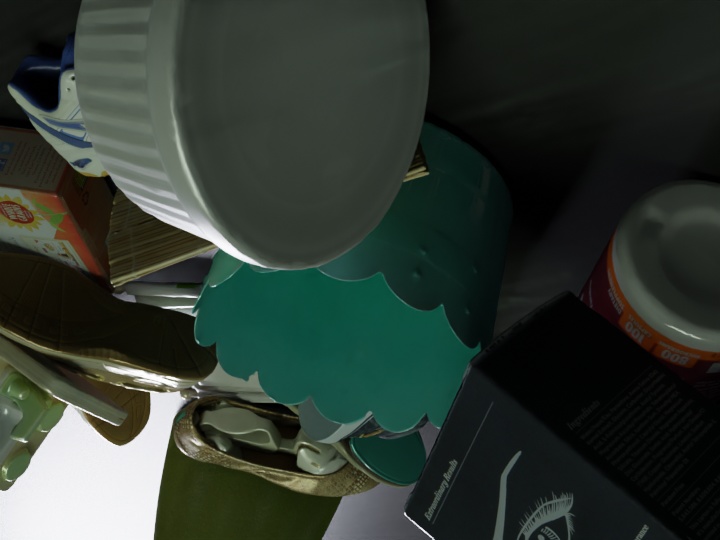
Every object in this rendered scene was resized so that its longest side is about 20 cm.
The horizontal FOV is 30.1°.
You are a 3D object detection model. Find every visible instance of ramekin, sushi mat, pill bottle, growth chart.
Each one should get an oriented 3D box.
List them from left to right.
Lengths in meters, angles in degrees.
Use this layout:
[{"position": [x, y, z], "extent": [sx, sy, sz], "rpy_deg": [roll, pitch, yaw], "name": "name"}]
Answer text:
[{"position": [-0.138, 0.066, 1.162], "extent": [0.144, 0.018, 0.200], "rpy_deg": [5, 147, 21], "name": "growth chart"}, {"position": [-0.057, -0.107, 0.689], "extent": [0.094, 0.203, 0.203], "rpy_deg": [10, 151, 38], "name": "ramekin"}, {"position": [-0.059, -0.052, 0.793], "extent": [0.199, 0.096, 0.012], "rpy_deg": [-19, 130, 10], "name": "sushi mat"}, {"position": [0.191, 0.042, 0.863], "extent": [0.114, 0.115, 0.200], "rpy_deg": [17, 148, 1], "name": "pill bottle"}]

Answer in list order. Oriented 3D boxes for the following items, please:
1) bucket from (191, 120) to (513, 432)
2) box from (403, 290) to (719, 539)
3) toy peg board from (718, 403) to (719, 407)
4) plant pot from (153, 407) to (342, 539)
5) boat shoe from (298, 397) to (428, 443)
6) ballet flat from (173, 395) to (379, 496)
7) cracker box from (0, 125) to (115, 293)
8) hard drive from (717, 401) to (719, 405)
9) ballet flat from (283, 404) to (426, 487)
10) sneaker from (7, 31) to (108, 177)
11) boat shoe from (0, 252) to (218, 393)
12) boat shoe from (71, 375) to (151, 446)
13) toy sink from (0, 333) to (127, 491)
[{"position": [0.000, 0.000, 0.869], "extent": [0.206, 0.135, 0.208], "rpy_deg": [12, 150, 7], "name": "bucket"}, {"position": [0.143, 0.137, 0.780], "extent": [0.200, 0.104, 0.148], "rpy_deg": [41, 137, 20], "name": "box"}, {"position": [0.310, 0.092, 0.839], "extent": [0.198, 0.200, 0.098], "rpy_deg": [5, 116, 35], "name": "toy peg board"}, {"position": [-0.124, 0.261, 1.286], "extent": [0.186, 0.201, 0.187], "rpy_deg": [12, 149, 8], "name": "plant pot"}, {"position": [0.042, 0.074, 1.047], "extent": [0.091, 0.071, 0.200], "rpy_deg": [5, 147, -43], "name": "boat shoe"}, {"position": [-0.072, 0.158, 1.210], "extent": [0.199, 0.071, 0.065], "rpy_deg": [9, 152, -3], "name": "ballet flat"}, {"position": [-0.286, -0.052, 1.009], "extent": [0.199, 0.058, 0.134], "rpy_deg": [8, 150, 14], "name": "cracker box"}, {"position": [0.191, 0.142, 1.014], "extent": [0.199, 0.139, 0.033], "rpy_deg": [-14, 98, 41], "name": "hard drive"}, {"position": [-0.017, 0.119, 1.152], "extent": [0.069, 0.070, 0.200], "rpy_deg": [-11, 137, 38], "name": "ballet flat"}, {"position": [-0.142, -0.112, 0.828], "extent": [0.199, 0.076, 0.088], "rpy_deg": [-12, 138, 38], "name": "sneaker"}, {"position": [-0.209, 0.049, 1.013], "extent": [0.199, 0.074, 0.069], "rpy_deg": [22, 146, -14], "name": "boat shoe"}, {"position": [-0.253, 0.073, 1.187], "extent": [0.069, 0.071, 0.201], "rpy_deg": [16, 142, 42], "name": "boat shoe"}, {"position": [-0.307, 0.095, 1.053], "extent": [0.200, 0.112, 0.130], "rpy_deg": [32, 174, 21], "name": "toy sink"}]
